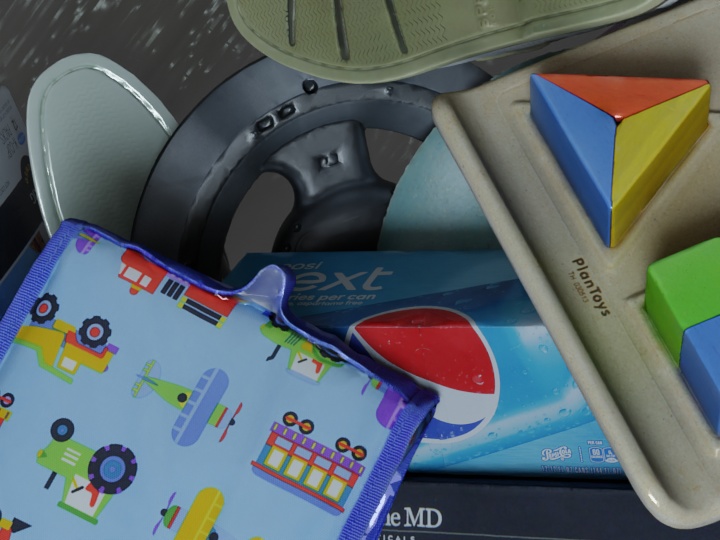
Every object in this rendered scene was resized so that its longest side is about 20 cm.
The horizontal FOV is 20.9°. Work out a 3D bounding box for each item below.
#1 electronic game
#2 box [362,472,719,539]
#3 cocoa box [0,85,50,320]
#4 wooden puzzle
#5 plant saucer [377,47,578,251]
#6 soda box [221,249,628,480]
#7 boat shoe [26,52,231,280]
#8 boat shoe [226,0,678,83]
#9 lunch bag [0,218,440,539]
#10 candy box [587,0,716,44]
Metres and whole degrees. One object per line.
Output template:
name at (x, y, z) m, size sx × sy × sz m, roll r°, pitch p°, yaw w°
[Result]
electronic game at (0.000, 0.000, 0.836) m, size 0.199 × 0.042 × 0.201 m, roll -2°, pitch 98°, yaw -13°
box at (0.084, 0.167, 0.730) m, size 0.199 × 0.104 × 0.183 m, roll 0°, pitch 89°, yaw 27°
cocoa box at (-0.227, 0.028, 0.843) m, size 0.199 × 0.133 × 0.132 m, roll -19°, pitch 108°, yaw 12°
wooden puzzle at (0.147, -0.029, 0.660) m, size 0.199 × 0.186 × 0.046 m, roll -20°, pitch 148°, yaw -11°
plant saucer at (0.106, 0.008, 0.818) m, size 0.200 × 0.039 × 0.202 m, roll -2°, pitch 99°, yaw -11°
soda box at (0.038, 0.034, 0.735) m, size 0.199 × 0.068 × 0.065 m, roll -1°, pitch 115°, yaw 24°
boat shoe at (-0.093, -0.001, 0.857) m, size 0.075 × 0.060 × 0.201 m, roll -25°, pitch 104°, yaw -16°
boat shoe at (0.043, -0.113, 0.770) m, size 0.199 × 0.068 × 0.075 m, roll 0°, pitch 96°, yaw 30°
lunch bag at (-0.075, 0.086, 0.694) m, size 0.150 × 0.094 × 0.201 m, roll 26°, pitch 89°, yaw 8°
candy box at (0.162, -0.016, 0.774) m, size 0.136 × 0.061 × 0.201 m, roll -34°, pitch 104°, yaw -6°
